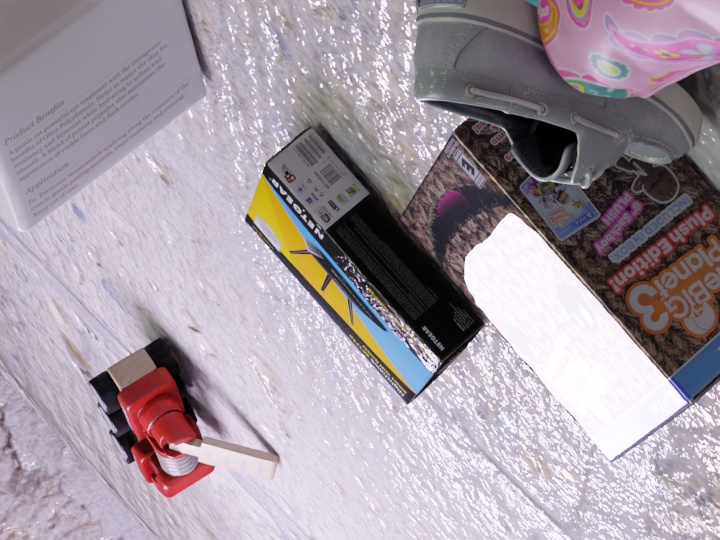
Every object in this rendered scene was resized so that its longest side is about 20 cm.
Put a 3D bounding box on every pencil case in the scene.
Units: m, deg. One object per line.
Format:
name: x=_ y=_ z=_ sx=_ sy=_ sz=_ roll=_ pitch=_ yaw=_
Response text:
pencil case: x=0.163 y=-0.126 z=0.954 sx=0.088 sy=0.087 sz=0.200 roll=56 pitch=153 yaw=-16

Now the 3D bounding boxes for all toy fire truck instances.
toy fire truck: x=-0.189 y=0.192 z=2.380 sx=0.200 sy=0.128 sz=0.176 roll=52 pitch=165 yaw=31

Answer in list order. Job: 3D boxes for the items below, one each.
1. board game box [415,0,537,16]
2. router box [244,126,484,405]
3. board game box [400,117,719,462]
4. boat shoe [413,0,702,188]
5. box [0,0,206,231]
board game box: x=0.087 y=-0.165 z=1.101 sx=0.135 sy=0.028 sz=0.200 roll=18 pitch=150 yaw=19
router box: x=0.000 y=0.000 z=1.644 sx=0.200 sy=0.051 sz=0.149 roll=49 pitch=163 yaw=6
board game box: x=0.135 y=-0.008 z=1.247 sx=0.200 sy=0.097 sz=0.160 roll=49 pitch=161 yaw=7
boat shoe: x=0.096 y=-0.079 z=1.075 sx=0.200 sy=0.072 sz=0.070 roll=21 pitch=170 yaw=-42
box: x=-0.266 y=-0.185 z=1.684 sx=0.200 sy=0.199 sz=0.172 roll=39 pitch=158 yaw=31
